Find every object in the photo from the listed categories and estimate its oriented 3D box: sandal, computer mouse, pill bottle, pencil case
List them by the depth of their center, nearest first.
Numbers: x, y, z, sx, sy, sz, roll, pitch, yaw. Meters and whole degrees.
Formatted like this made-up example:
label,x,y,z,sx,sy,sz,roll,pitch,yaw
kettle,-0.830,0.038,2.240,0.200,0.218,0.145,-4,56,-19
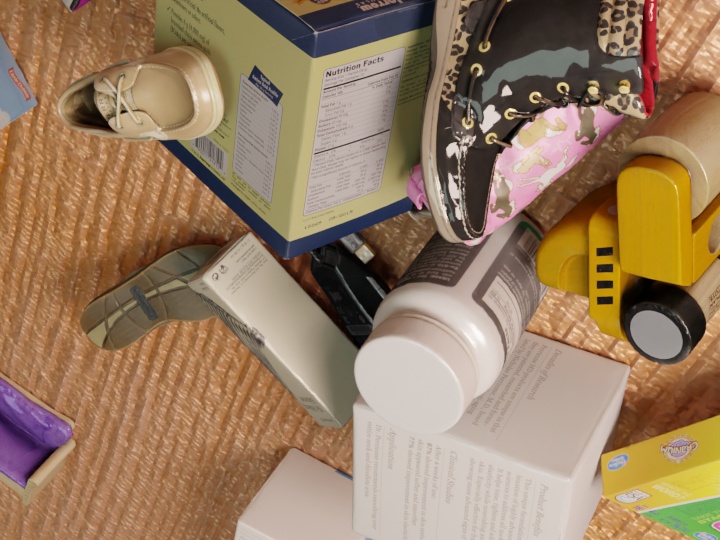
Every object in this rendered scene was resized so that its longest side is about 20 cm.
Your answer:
label,x,y,z,sx,sy,sz,roll,pitch,yaw
pencil case,0.127,-0.105,0.918,0.087,0.083,0.200,44,111,-6
pill bottle,0.079,0.037,1.010,0.113,0.200,0.113,16,128,21
computer mouse,0.000,0.000,1.117,0.200,0.046,0.140,55,158,-5
sandal,-0.201,0.022,1.260,0.199,0.054,0.081,-24,104,21

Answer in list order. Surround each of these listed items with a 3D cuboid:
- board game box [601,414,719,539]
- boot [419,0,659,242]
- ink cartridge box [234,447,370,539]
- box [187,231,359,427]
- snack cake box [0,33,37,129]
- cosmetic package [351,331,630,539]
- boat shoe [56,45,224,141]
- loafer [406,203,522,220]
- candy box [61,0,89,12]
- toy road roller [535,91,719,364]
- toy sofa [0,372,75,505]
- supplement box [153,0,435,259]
label,x,y,z,sx,sy,sz,roll,pitch,yaw
board game box,0.327,0.168,1.015,0.153,0.040,0.200,27,141,-32
boot,0.124,-0.116,0.836,0.150,0.073,0.201,5,90,24
ink cartridge box,-0.065,0.327,1.352,0.128,0.125,0.201,25,130,14
box,-0.073,0.059,1.186,0.200,0.068,0.082,48,163,-8
snack cake box,-0.425,-0.230,1.212,0.115,0.067,0.201,-8,117,36
cosmetic package,0.114,0.163,1.101,0.199,0.166,0.168,18,129,20
boat shoe,-0.175,-0.132,0.954,0.200,0.065,0.072,8,115,52
loafer,0.047,-0.079,1.035,0.199,0.070,0.070,8,125,26
candy box,-0.169,-0.295,0.930,0.061,0.136,0.200,49,150,-7
toy road roller,0.212,-0.037,0.936,0.146,0.123,0.201,18,131,34
toy sofa,-0.461,0.192,1.522,0.200,0.083,0.098,35,134,5
supplement box,-0.054,-0.158,0.952,0.200,0.134,0.200,42,138,32
